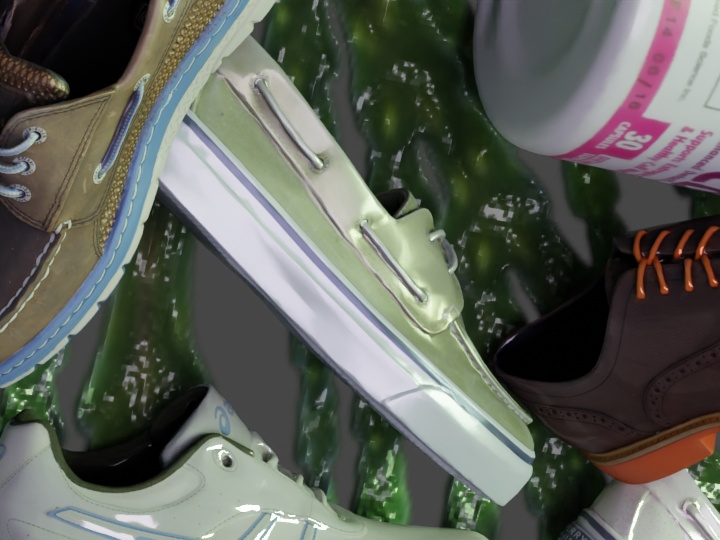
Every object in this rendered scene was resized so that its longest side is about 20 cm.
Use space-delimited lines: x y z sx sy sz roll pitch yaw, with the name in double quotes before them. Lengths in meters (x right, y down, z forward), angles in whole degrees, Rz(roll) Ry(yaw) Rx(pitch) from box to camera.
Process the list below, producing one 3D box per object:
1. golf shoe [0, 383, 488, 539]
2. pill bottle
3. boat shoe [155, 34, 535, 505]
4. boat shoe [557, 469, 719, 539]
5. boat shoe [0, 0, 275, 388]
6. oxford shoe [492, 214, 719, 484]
"golf shoe" -0.035 0.088 0.865 0.200 0.078 0.097 0 97 -24
"pill bottle" 0.150 -0.078 0.875 0.200 0.113 0.114 11 99 -25
"boat shoe" 0.000 0.000 0.857 0.062 0.072 0.200 -46 113 -3
"boat shoe" 0.163 0.138 0.964 0.200 0.071 0.070 41 89 -19
"boat shoe" -0.098 -0.053 0.783 0.200 0.072 0.072 -60 151 6
"oxford shoe" 0.124 0.012 0.857 0.072 0.200 0.071 30 46 -22
